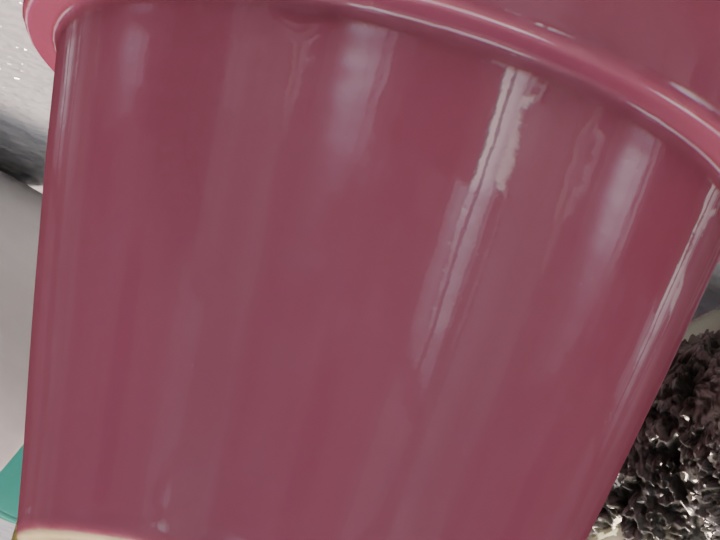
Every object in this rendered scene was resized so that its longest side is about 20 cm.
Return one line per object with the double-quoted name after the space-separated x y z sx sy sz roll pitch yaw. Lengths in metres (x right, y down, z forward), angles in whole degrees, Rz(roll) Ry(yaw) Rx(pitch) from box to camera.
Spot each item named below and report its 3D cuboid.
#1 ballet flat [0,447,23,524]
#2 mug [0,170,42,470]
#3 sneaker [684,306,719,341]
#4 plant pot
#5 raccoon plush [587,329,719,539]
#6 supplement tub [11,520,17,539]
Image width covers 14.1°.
-0.210 0.071 1.468 0.200 0.068 0.070 31 -177 -45 "ballet flat"
-0.211 0.014 1.028 0.153 0.187 0.149 39 173 -39 "mug"
0.160 0.065 0.996 0.199 0.076 0.105 -1 136 -22 "sneaker"
0.000 0.000 0.724 0.199 0.180 0.200 14 166 4 "plant pot"
0.109 0.019 0.792 0.133 0.097 0.201 11 136 23 "raccoon plush"
-0.064 0.109 1.149 0.144 0.201 0.145 15 166 4 "supplement tub"
